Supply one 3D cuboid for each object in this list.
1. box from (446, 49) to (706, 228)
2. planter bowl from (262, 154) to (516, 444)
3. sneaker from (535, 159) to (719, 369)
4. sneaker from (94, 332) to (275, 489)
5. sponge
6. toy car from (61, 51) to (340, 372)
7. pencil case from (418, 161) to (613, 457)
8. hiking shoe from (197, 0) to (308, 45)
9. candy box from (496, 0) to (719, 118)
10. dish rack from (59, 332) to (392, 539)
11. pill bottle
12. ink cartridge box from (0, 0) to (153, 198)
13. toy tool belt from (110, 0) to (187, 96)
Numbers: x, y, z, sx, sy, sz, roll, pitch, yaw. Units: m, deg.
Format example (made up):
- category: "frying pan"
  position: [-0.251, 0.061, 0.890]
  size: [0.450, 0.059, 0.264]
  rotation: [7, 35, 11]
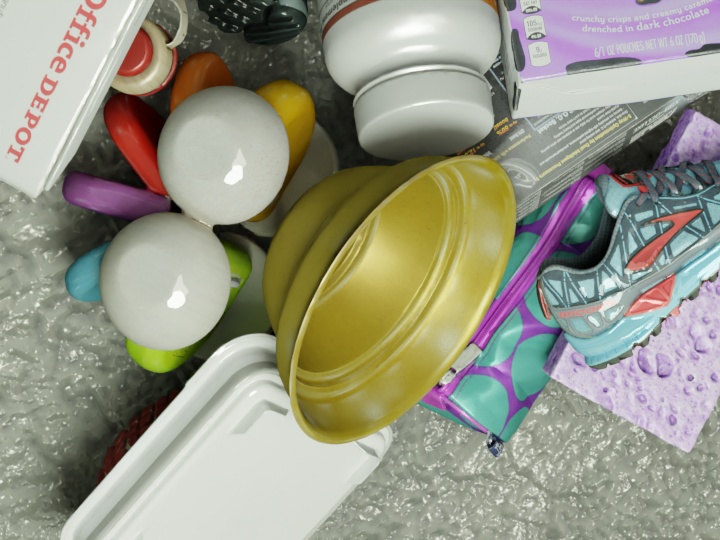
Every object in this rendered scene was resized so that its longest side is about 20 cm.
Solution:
- category: "box"
  position: [0.119, -0.140, 1.480]
  size: [0.199, 0.050, 0.158]
  rotation: [-34, 77, -8]
- category: "planter bowl"
  position: [0.000, 0.000, 1.388]
  size: [0.200, 0.083, 0.201]
  rotation: [-36, 144, -31]
- category: "sneaker"
  position: [0.193, -0.034, 1.430]
  size: [0.200, 0.079, 0.096]
  rotation: [-44, 97, -3]
- category: "sneaker"
  position: [-0.086, 0.115, 1.492]
  size: [0.199, 0.078, 0.082]
  rotation: [-34, 119, -3]
- category: "sponge"
  position: [0.215, 0.006, 1.491]
  size: [0.111, 0.030, 0.201]
  rotation: [29, 91, -11]
- category: "toy car"
  position: [-0.114, -0.041, 1.425]
  size: [0.149, 0.175, 0.201]
  rotation: [26, 93, 15]
- category: "pencil case"
  position: [0.114, 0.020, 1.527]
  size: [0.085, 0.092, 0.201]
  rotation: [33, 88, 24]
- category: "hiking shoe"
  position: [-0.111, -0.224, 1.426]
  size: [0.199, 0.074, 0.087]
  rotation: [34, 57, -26]
- category: "candy box"
  position: [0.162, -0.211, 1.435]
  size: [0.166, 0.072, 0.202]
  rotation: [-9, 73, -2]
- category: "dish rack"
  position: [-0.077, 0.142, 1.450]
  size: [0.200, 0.044, 0.171]
  rotation: [-48, 138, 13]
- category: "pill bottle"
  position: [0.027, -0.177, 1.407]
  size: [0.111, 0.112, 0.202]
  rotation: [-2, 69, -16]
- category: "ink cartridge box"
  position: [-0.223, -0.156, 1.257]
  size: [0.199, 0.084, 0.145]
  rotation: [30, 111, -3]
- category: "toy tool belt"
  position: [-0.208, -0.168, 1.341]
  size: [0.199, 0.123, 0.125]
  rotation: [30, 93, 8]
